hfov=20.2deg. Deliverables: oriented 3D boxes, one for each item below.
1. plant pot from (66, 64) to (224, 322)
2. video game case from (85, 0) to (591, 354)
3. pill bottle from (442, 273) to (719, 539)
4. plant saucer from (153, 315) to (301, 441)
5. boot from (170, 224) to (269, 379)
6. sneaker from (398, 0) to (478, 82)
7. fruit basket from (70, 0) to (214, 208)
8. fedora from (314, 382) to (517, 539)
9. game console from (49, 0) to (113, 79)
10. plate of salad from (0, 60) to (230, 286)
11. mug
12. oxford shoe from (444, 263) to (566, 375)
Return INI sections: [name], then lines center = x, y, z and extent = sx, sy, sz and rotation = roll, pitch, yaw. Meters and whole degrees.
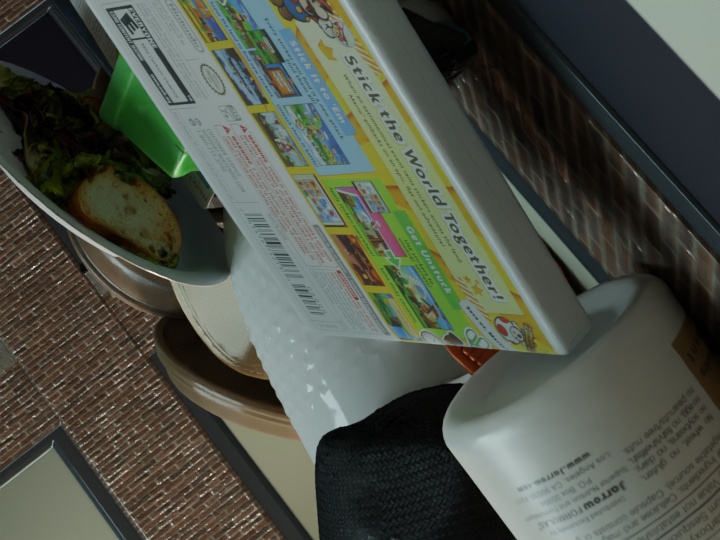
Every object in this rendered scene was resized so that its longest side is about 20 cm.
[plant pot]
center = -0.109, -0.083, 1.383
extent = 0.201, 0.200, 0.198
rotation = 52, 167, 6
[video game case]
center = -0.014, -0.050, 0.832
extent = 0.182, 0.023, 0.200
rotation = 2, 131, 54
[pill bottle]
center = 0.135, 0.111, 0.851
extent = 0.200, 0.114, 0.114
rotation = 54, 175, -9
[plant saucer]
center = -0.053, 0.075, 1.449
extent = 0.199, 0.030, 0.200
rotation = 14, -162, -5
[boot]
center = -0.019, 0.014, 1.301
extent = 0.200, 0.155, 0.074
rotation = 44, 134, -3
[sneaker]
center = -0.005, -0.104, 0.902
extent = 0.087, 0.075, 0.200
rotation = 62, 172, -1
[fruit basket]
center = -0.106, -0.164, 1.124
extent = 0.200, 0.093, 0.185
rotation = 62, 147, 26
[fedora]
center = 0.036, 0.114, 1.020
extent = 0.201, 0.200, 0.092
rotation = -150, 41, -77
[game console]
center = -0.139, -0.199, 1.214
extent = 0.200, 0.172, 0.119
rotation = 51, -159, 19
[plate of salad]
center = -0.149, -0.066, 1.169
extent = 0.200, 0.048, 0.200
rotation = 36, -163, -12
[mug]
center = 0.000, 0.000, 1.142
extent = 0.176, 0.147, 0.200
rotation = 62, 174, 13
[oxford shoe]
center = 0.095, 0.047, 1.032
extent = 0.200, 0.071, 0.073
rotation = 50, 178, 23
